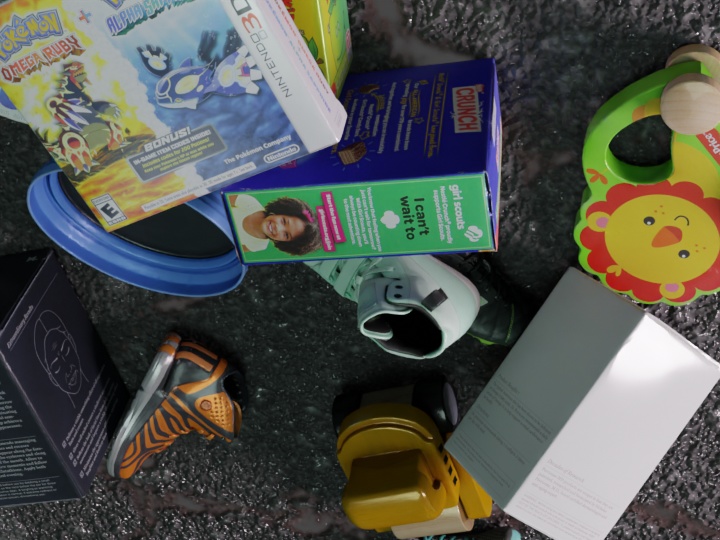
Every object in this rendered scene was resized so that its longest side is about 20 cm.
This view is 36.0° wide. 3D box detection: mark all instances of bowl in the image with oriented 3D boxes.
[{"bbox_3d":[-0.191,-0.044,0.973,0.201,0.039,0.201,13,152,7],"label":"bowl"}]

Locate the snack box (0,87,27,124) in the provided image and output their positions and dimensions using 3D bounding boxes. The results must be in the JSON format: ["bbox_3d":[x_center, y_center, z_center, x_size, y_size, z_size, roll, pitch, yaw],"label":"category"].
[{"bbox_3d":[-0.211,-0.137,0.864,0.200,0.024,0.072,18,103,-3],"label":"snack box"}]

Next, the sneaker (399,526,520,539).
[{"bbox_3d":[0.081,0.321,1.212,0.200,0.078,0.091,-33,110,26],"label":"sneaker"}]

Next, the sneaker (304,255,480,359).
[{"bbox_3d":[0.000,0.000,0.915,0.200,0.118,0.074,29,112,8],"label":"sneaker"}]

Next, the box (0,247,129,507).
[{"bbox_3d":[-0.330,0.106,1.083,0.107,0.148,0.200,-9,123,15],"label":"box"}]

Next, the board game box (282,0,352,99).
[{"bbox_3d":[-0.046,-0.228,0.822,0.048,0.102,0.200,0,125,11],"label":"board game box"}]

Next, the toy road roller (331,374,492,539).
[{"bbox_3d":[0.045,0.211,1.092,0.123,0.146,0.200,-12,122,18],"label":"toy road roller"}]

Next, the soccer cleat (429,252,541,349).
[{"bbox_3d":[0.091,0.006,0.989,0.200,0.068,0.081,27,124,-6],"label":"soccer cleat"}]

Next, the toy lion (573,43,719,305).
[{"bbox_3d":[0.254,-0.061,0.920,0.192,0.069,0.200,-29,116,35],"label":"toy lion"}]

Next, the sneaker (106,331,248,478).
[{"bbox_3d":[-0.185,0.161,1.140,0.112,0.078,0.200,26,125,-8],"label":"sneaker"}]

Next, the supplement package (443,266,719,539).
[{"bbox_3d":[0.190,0.120,0.957,0.117,0.117,0.200,32,95,-29],"label":"supplement package"}]

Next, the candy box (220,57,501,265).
[{"bbox_3d":[0.009,-0.087,0.871,0.200,0.169,0.077,-4,128,13],"label":"candy box"}]

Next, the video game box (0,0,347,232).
[{"bbox_3d":[-0.138,-0.135,0.753,0.200,0.047,0.182,-19,119,21],"label":"video game box"}]
